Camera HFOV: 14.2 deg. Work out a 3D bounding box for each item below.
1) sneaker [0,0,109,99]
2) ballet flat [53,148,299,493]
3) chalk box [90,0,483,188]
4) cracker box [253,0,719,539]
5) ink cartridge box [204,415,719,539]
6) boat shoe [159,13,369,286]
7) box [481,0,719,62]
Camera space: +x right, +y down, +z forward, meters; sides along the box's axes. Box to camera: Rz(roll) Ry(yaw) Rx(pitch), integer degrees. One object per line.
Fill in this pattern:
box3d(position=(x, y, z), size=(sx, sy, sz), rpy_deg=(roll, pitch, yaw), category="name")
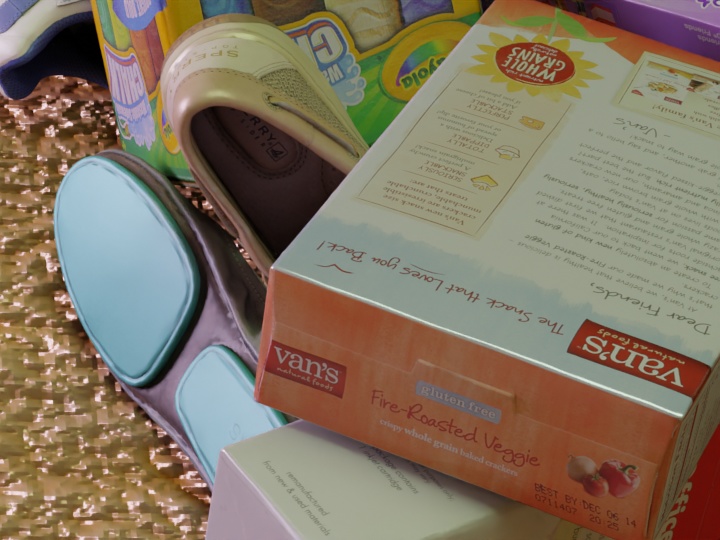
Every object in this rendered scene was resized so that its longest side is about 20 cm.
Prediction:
box3d(position=(-0.064, -0.100, 1.195), size=(0.200, 0.075, 0.088), rpy_deg=(0, 58, -12), category="sneaker")
box3d(position=(-0.048, 0.033, 1.046), size=(0.064, 0.067, 0.200), rpy_deg=(14, 31, -45), category="ballet flat")
box3d(position=(-0.031, -0.099, 1.097), size=(0.124, 0.200, 0.124), rpy_deg=(-14, 7, -17), category="chalk box")
box3d(position=(0.067, -0.007, 0.935), size=(0.134, 0.058, 0.200), rpy_deg=(21, 36, 15), category="cracker box")
box3d(position=(0.046, 0.090, 0.948), size=(0.200, 0.116, 0.067), rpy_deg=(-18, 46, -33), category="ink cartridge box")
box3d(position=(0.000, 0.000, 1.016), size=(0.200, 0.071, 0.065), rpy_deg=(45, 19, -22), category="boat shoe")
box3d(position=(0.153, -0.125, 1.062), size=(0.200, 0.039, 0.137), rpy_deg=(21, 57, 38), category="box")
